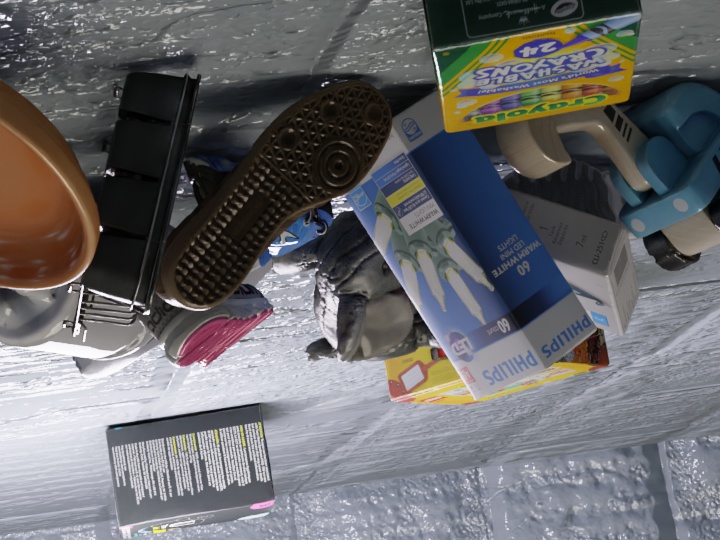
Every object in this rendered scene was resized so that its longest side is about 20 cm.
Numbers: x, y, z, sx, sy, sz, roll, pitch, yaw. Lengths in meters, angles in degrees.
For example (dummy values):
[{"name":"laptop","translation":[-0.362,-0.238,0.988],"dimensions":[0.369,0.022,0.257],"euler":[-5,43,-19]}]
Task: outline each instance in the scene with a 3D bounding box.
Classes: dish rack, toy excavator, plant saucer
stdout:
[{"name":"dish rack","translation":[-0.153,-0.034,1.309],"dimensions":[0.054,0.155,0.200],"euler":[14,163,-8]},{"name":"toy excavator","translation":[0.205,-0.089,1.466],"dimensions":[0.100,0.200,0.195],"euler":[-28,-161,53]},{"name":"plant saucer","translation":[-0.239,-0.064,1.173],"dimensions":[0.198,0.038,0.201],"euler":[18,148,11]}]

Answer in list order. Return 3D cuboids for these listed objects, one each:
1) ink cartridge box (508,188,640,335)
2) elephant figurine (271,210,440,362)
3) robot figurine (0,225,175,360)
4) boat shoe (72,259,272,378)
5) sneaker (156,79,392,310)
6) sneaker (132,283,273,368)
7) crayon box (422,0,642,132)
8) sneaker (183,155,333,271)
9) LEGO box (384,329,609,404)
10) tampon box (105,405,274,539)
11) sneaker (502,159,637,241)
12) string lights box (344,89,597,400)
[{"name":"ink cartridge box","translation":[0.121,-0.018,1.532],"dimensions":[0.175,0.045,0.200],"euler":[20,170,15]},{"name":"elephant figurine","translation":[0.000,0.000,1.612],"dimensions":[0.140,0.157,0.200],"euler":[12,175,24]},{"name":"robot figurine","translation":[-0.215,0.006,1.506],"dimensions":[0.169,0.114,0.200],"euler":[-24,162,23]},{"name":"boat shoe","translation":[-0.161,0.013,1.685],"dimensions":[0.199,0.066,0.072],"euler":[-34,160,7]},{"name":"sneaker","translation":[-0.067,-0.056,1.342],"dimensions":[0.200,0.071,0.075],"euler":[-43,-161,-16]},{"name":"sneaker","translation":[-0.123,0.018,1.473],"dimensions":[0.074,0.088,0.200],"euler":[-39,174,7]},{"name":"crayon box","translation":[0.107,-0.138,1.261],"dimensions":[0.124,0.052,0.200],"euler":[-10,168,3]},{"name":"sneaker","translation":[-0.071,-0.053,1.480],"dimensions":[0.088,0.079,0.200],"euler":[-22,172,5]},{"name":"LEGO box","translation":[0.147,0.087,2.195],"dimensions":[0.199,0.078,0.148],"euler":[-19,164,36]},{"name":"tampon box","translation":[-0.216,0.258,2.554],"dimensions":[0.198,0.128,0.150],"euler":[-8,168,-7]},{"name":"sneaker","translation":[0.187,-0.046,1.663],"dimensions":[0.198,0.076,0.082],"euler":[2,169,-29]},{"name":"string lights box","translation":[0.070,-0.017,1.415],"dimensions":[0.059,0.201,0.103],"euler":[-33,-179,-32]}]
